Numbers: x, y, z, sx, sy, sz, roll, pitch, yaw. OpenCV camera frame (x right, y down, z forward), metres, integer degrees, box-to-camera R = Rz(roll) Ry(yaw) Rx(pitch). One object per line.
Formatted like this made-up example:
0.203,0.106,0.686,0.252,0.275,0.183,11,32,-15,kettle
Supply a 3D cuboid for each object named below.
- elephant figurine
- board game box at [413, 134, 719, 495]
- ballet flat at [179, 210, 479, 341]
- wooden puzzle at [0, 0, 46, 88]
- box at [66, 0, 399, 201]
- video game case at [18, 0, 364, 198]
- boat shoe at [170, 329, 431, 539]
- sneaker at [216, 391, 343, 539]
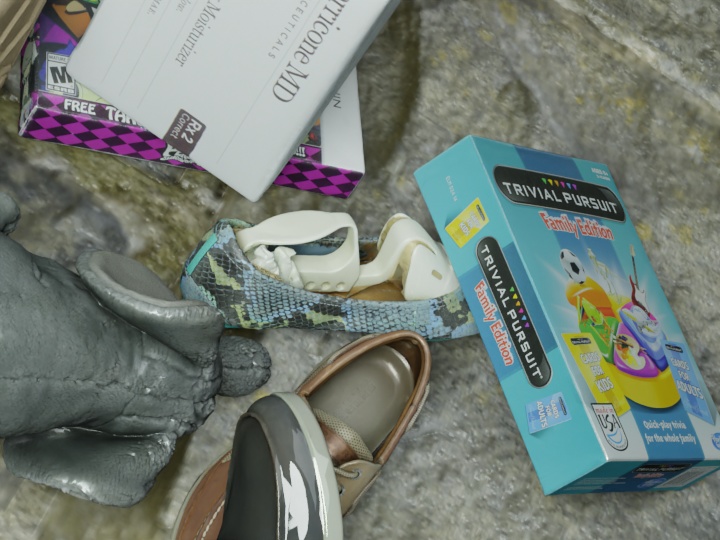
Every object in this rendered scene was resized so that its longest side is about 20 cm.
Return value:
-0.124,0.042,0.954,0.200,0.142,0.155,17,49,-14,elephant figurine
0.124,0.027,1.126,0.151,0.047,0.200,6,57,-53,board game box
0.000,0.000,1.089,0.200,0.074,0.074,-1,62,-30,ballet flat
-0.205,-0.083,0.939,0.046,0.200,0.185,29,44,-3,wooden puzzle
-0.031,-0.183,1.056,0.131,0.199,0.200,34,49,-3,box
-0.097,-0.140,1.148,0.200,0.036,0.182,11,56,-23,video game case
-0.028,0.098,1.016,0.076,0.072,0.200,38,54,-3,boat shoe
-0.071,0.156,0.916,0.106,0.075,0.201,2,92,-24,sneaker
